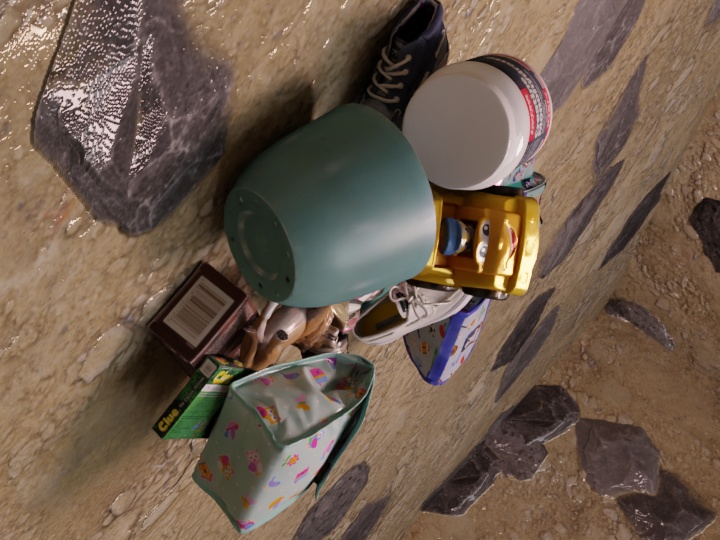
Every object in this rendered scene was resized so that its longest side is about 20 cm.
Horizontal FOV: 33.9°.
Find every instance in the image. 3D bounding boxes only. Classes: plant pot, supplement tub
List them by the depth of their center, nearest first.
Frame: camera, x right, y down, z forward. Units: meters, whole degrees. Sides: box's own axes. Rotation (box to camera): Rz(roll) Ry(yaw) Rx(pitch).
[{"bbox_3d":[-0.045,-0.053,1.238,0.160,0.201,0.202,-27,150,-33],"label":"plant pot"},{"bbox_3d":[0.135,-0.171,1.350,0.141,0.140,0.200,-61,170,22],"label":"supplement tub"}]

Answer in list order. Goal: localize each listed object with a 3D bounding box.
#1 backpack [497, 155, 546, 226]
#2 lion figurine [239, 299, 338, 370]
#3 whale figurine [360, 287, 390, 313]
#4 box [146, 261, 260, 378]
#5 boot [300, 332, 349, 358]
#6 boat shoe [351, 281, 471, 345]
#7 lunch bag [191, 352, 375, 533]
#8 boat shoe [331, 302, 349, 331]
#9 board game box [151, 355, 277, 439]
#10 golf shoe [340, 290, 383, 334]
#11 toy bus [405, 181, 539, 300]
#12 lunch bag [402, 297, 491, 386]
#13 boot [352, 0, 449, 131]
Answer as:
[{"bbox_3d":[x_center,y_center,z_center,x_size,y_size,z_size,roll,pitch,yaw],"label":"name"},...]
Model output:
[{"bbox_3d":[0.152,-0.105,1.666,0.199,0.176,0.152,-31,130,-40],"label":"backpack"},{"bbox_3d":[-0.088,0.067,1.330,0.199,0.073,0.123,-22,158,-49],"label":"lion figurine"},{"bbox_3d":[0.047,0.021,1.739,0.200,0.103,0.160,-39,158,-32],"label":"whale figurine"},{"bbox_3d":[-0.164,0.078,1.359,0.100,0.075,0.200,-50,160,-13],"label":"box"},{"bbox_3d":[-0.049,0.151,1.622,0.200,0.072,0.153,-139,-130,-83],"label":"boot"},{"bbox_3d":[0.068,0.041,1.630,0.201,0.075,0.086,-28,165,23],"label":"boat shoe"},{"bbox_3d":[-0.076,0.189,1.382,0.199,0.122,0.171,-20,147,-46],"label":"lunch bag"},{"bbox_3d":[-0.069,-0.004,1.417,0.201,0.070,0.065,57,44,-48],"label":"boat shoe"},{"bbox_3d":[-0.157,0.148,1.354,0.105,0.023,0.200,-49,162,5],"label":"board game box"},{"bbox_3d":[0.000,0.000,1.588,0.200,0.072,0.093,-58,169,-53],"label":"golf shoe"},{"bbox_3d":[0.081,-0.046,1.370,0.191,0.199,0.138,7,93,-44],"label":"toy bus"},{"bbox_3d":[0.138,0.059,1.881,0.201,0.122,0.171,-88,-168,-50],"label":"lunch bag"},{"bbox_3d":[0.032,-0.216,1.340,0.201,0.072,0.091,-58,159,-19],"label":"boot"}]
